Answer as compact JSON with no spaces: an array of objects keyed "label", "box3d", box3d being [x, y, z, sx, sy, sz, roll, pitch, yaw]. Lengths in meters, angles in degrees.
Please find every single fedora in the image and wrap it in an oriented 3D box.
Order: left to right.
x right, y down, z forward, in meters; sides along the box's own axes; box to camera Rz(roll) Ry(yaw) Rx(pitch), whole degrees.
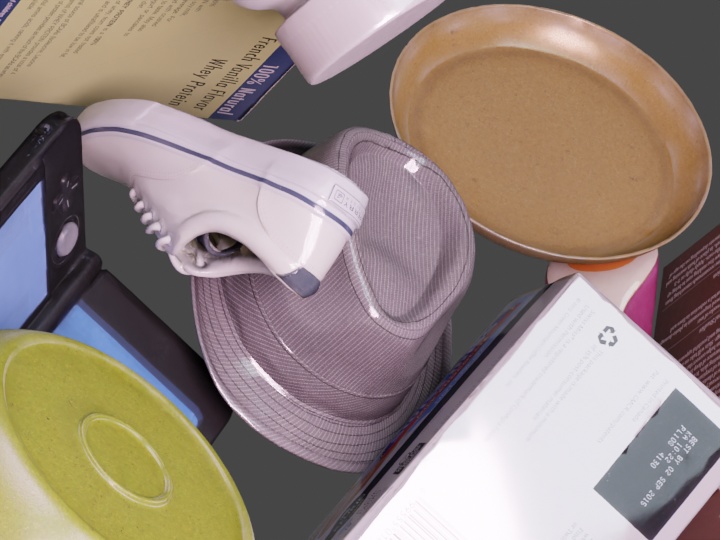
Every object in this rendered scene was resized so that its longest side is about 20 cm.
[{"label":"fedora","box3d":[0.000,0.000,1.546,0.176,0.090,0.201,32,45,-21]}]

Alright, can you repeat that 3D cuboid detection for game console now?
[{"label":"game console","box3d":[-0.154,0.054,1.431,0.116,0.176,0.200,22,49,16]}]

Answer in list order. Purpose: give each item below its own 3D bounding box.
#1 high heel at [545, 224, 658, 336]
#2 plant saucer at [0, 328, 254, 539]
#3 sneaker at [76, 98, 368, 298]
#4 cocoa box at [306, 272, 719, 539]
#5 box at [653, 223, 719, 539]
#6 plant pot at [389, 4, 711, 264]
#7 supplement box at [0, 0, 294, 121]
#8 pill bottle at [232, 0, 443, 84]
[{"label":"high heel","box3d":[0.146,0.052,1.662,0.067,0.096,0.201,-6,39,7]},{"label":"plant saucer","box3d":[-0.118,0.097,1.336,0.200,0.031,0.200,37,24,-19]},{"label":"sneaker","box3d":[-0.088,-0.037,1.490,0.073,0.199,0.071,43,71,-45]},{"label":"cocoa box","box3d":[0.081,0.121,1.479,0.133,0.131,0.200,42,78,-5]},{"label":"box","box3d":[0.218,0.071,1.650,0.075,0.100,0.201,26,55,-17]},{"label":"plant pot","box3d":[0.110,-0.076,1.683,0.199,0.028,0.201,10,48,-11]},{"label":"supplement box","box3d":[-0.119,-0.189,1.523,0.199,0.200,0.135,4,65,-28]},{"label":"pill bottle","box3d":[-0.043,-0.197,1.379,0.109,0.109,0.201,-33,89,-39]}]
